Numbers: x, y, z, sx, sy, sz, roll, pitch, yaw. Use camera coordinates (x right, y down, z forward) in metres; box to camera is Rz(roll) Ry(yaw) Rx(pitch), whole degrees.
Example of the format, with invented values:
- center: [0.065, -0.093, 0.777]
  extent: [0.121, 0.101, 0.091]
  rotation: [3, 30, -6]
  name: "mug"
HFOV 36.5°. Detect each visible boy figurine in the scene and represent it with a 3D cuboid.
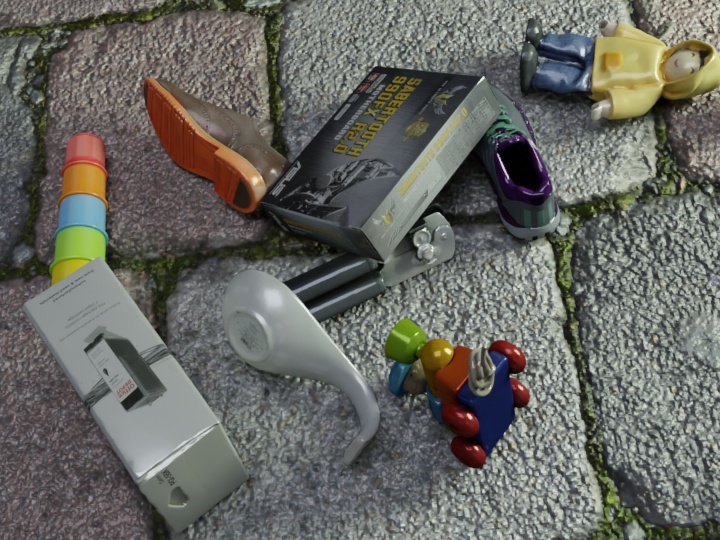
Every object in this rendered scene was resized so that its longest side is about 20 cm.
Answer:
- center: [0.262, -0.202, 1.105]
  extent: [0.199, 0.065, 0.125]
  rotation: [10, 61, 16]
  name: "boy figurine"

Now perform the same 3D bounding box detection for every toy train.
- center: [0.069, 0.076, 0.906]
  extent: [0.115, 0.200, 0.085]
  rotation: [30, 70, 26]
  name: "toy train"

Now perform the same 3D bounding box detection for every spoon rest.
- center: [-0.054, 0.082, 0.991]
  extent: [0.200, 0.099, 0.061]
  rotation: [47, 42, 15]
  name: "spoon rest"

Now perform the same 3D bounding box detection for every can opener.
- center: [0.000, 0.000, 1.047]
  extent: [0.199, 0.053, 0.066]
  rotation: [-27, 28, -9]
  name: "can opener"

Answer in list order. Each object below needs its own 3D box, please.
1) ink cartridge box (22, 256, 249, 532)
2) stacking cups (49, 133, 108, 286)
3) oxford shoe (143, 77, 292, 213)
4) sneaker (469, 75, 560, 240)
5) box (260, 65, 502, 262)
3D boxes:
- center: [-0.192, 0.109, 0.952]
  extent: [0.083, 0.147, 0.200]
  rotation: [-35, 64, -13]
  name: "ink cartridge box"
- center: [-0.285, -0.048, 1.100]
  extent: [0.060, 0.061, 0.201]
  rotation: [-10, 59, 2]
  name: "stacking cups"
- center: [-0.150, -0.138, 1.133]
  extent: [0.073, 0.071, 0.200]
  rotation: [-33, 66, -32]
  name: "oxford shoe"
- center: [0.143, -0.131, 1.067]
  extent: [0.074, 0.088, 0.201]
  rotation: [-22, 62, -4]
  name: "sneaker"
- center: [0.018, -0.110, 1.058]
  extent: [0.158, 0.048, 0.200]
  rotation: [18, 63, 48]
  name: "box"
